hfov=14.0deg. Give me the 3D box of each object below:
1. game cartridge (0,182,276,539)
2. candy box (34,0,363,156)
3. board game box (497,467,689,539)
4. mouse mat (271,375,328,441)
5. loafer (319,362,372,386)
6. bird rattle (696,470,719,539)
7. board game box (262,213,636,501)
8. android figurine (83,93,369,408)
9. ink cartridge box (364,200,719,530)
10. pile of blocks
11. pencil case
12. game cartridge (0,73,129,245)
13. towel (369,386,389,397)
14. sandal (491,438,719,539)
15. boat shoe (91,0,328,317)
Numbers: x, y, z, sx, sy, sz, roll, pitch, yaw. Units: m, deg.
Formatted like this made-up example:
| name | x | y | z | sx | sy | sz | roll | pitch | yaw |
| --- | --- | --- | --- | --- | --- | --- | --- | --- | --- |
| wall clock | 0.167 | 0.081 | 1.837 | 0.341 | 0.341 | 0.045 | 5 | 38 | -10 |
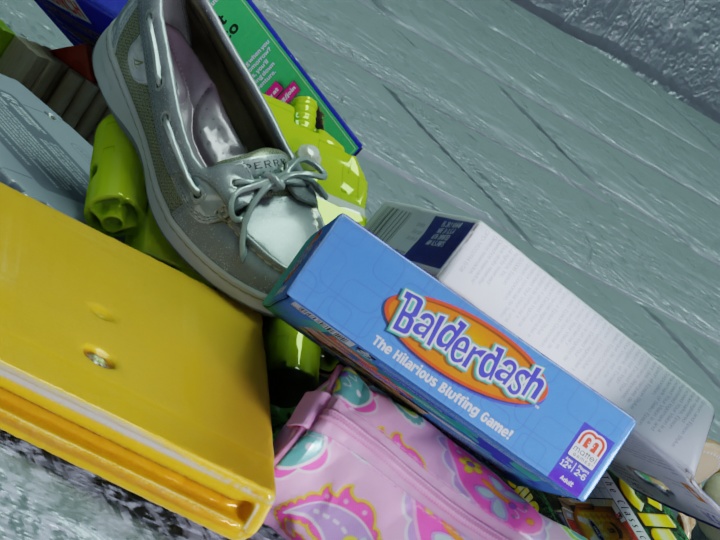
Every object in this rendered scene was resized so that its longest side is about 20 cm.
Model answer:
| name | x | y | z | sx | sy | sz | roll | pitch | yaw |
| --- | --- | --- | --- | --- | --- | --- | --- | --- | --- |
| game cartridge | -0.122 | 0.031 | 1.311 | 0.176 | 0.033 | 0.200 | 27 | 17 | -13 |
| candy box | -0.113 | -0.138 | 1.763 | 0.169 | 0.077 | 0.200 | 34 | -11 | 47 |
| board game box | 0.132 | 0.141 | 1.499 | 0.105 | 0.023 | 0.200 | 10 | 41 | -50 |
| mouse mat | -0.012 | 0.090 | 1.498 | 0.161 | 0.008 | 0.200 | 41 | 12 | 28 |
| loafer | -0.060 | 0.002 | 1.583 | 0.200 | 0.073 | 0.071 | 32 | 19 | 29 |
| bird rattle | 0.279 | 0.180 | 1.800 | 0.163 | 0.113 | 0.200 | 22 | 25 | 0 |
| board game box | 0.034 | 0.039 | 1.298 | 0.152 | 0.045 | 0.200 | 35 | -5 | -3 |
| android figurine | -0.056 | -0.025 | 1.505 | 0.182 | 0.041 | 0.200 | 23 | 44 | -17 |
| ink cartridge box | 0.098 | 0.044 | 1.418 | 0.200 | 0.041 | 0.200 | 40 | -5 | -13 |
| pile of blocks | -0.187 | -0.117 | 1.706 | 0.200 | 0.062 | 0.082 | 29 | 13 | -25 |
| pencil case | 0.048 | 0.127 | 1.318 | 0.200 | 0.088 | 0.087 | 34 | 12 | 4 |
| game cartridge | -0.177 | -0.053 | 1.548 | 0.133 | 0.041 | 0.200 | 17 | 21 | -45 |
| towel | -0.006 | 0.031 | 1.707 | 0.200 | 0.024 | 0.147 | 42 | 15 | 31 |
| sandal | 0.149 | 0.139 | 1.626 | 0.211 | 0.078 | 0.070 | 8 | 48 | -53 |
| boat shoe | -0.067 | -0.063 | 1.445 | 0.074 | 0.065 | 0.202 | -4 | 51 | -36 |
